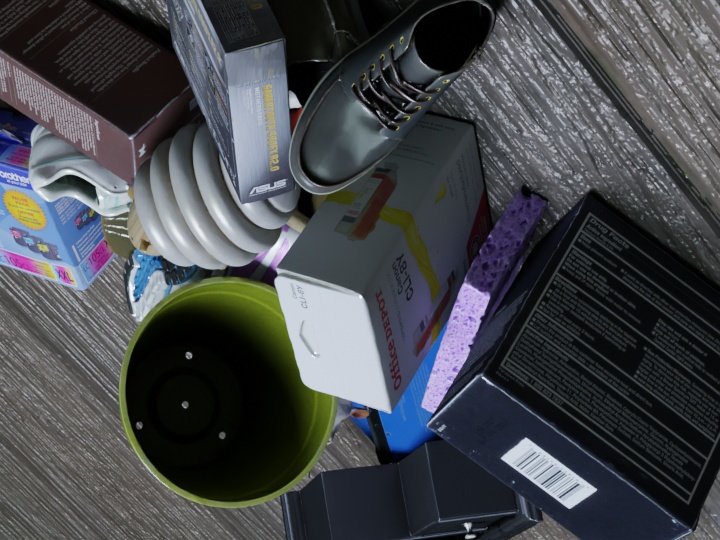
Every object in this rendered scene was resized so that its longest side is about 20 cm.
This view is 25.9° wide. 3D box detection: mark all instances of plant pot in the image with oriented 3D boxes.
[{"bbox_3d":[-0.144,0.121,1.463,0.200,0.201,0.193,41,160,-9],"label":"plant pot"}]

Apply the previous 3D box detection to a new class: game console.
[{"bbox_3d":[0.029,0.083,1.544,0.168,0.119,0.201,-10,134,7],"label":"game console"}]

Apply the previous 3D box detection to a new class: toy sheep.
[{"bbox_3d":[-0.113,-0.065,1.317,0.198,0.138,0.138,-26,117,21],"label":"toy sheep"}]

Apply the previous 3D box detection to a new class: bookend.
[{"bbox_3d":[0.045,0.231,1.527,0.196,0.093,0.200,-4,161,-20],"label":"bookend"}]

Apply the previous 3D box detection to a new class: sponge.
[{"bbox_3d":[0.102,0.031,1.331,0.030,0.112,0.201,27,146,9],"label":"sponge"}]

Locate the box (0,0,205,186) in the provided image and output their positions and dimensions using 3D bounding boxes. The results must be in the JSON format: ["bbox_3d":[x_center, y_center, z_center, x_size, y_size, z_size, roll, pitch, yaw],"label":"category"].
[{"bbox_3d":[-0.240,-0.171,1.380,0.199,0.100,0.075,33,148,20],"label":"box"}]

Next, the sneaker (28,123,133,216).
[{"bbox_3d":[-0.201,-0.081,1.406,0.197,0.081,0.071,5,136,-5],"label":"sneaker"}]

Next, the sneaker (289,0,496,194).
[{"bbox_3d":[0.017,-0.131,1.119,0.075,0.106,0.200,41,102,-7],"label":"sneaker"}]

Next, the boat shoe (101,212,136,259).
[{"bbox_3d":[-0.212,-0.091,1.504,0.071,0.067,0.202,5,140,0],"label":"boat shoe"}]

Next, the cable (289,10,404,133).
[{"bbox_3d":[-0.011,-0.147,1.264,0.199,0.050,0.098,-6,117,47],"label":"cable"}]

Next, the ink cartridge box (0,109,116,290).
[{"bbox_3d":[-0.345,-0.087,1.618,0.135,0.077,0.201,15,139,28],"label":"ink cartridge box"}]

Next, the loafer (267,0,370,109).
[{"bbox_3d":[-0.036,-0.177,1.200,0.075,0.069,0.201,-30,93,40],"label":"loafer"}]

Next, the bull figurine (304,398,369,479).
[{"bbox_3d":[-0.062,0.125,1.547,0.065,0.201,0.122,15,117,-31],"label":"bull figurine"}]

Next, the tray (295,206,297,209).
[{"bbox_3d":[-0.100,-0.100,1.431,0.106,0.022,0.201,22,144,19],"label":"tray"}]

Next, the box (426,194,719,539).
[{"bbox_3d":[0.194,0.089,1.241,0.199,0.199,0.123,36,149,-2],"label":"box"}]

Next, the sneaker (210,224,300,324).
[{"bbox_3d":[-0.082,0.015,1.476,0.113,0.073,0.201,28,151,3],"label":"sneaker"}]

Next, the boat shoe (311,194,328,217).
[{"bbox_3d":[-0.002,-0.002,1.383,0.073,0.063,0.203,24,130,39],"label":"boat shoe"}]

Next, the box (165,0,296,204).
[{"bbox_3d":[-0.106,-0.178,1.217,0.159,0.048,0.201,89,160,-49],"label":"box"}]

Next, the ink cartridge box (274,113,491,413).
[{"bbox_3d":[0.025,-0.009,1.270,0.083,0.201,0.146,15,142,26],"label":"ink cartridge box"}]

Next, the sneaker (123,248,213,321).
[{"bbox_3d":[-0.163,-0.015,1.495,0.200,0.086,0.076,-39,66,61],"label":"sneaker"}]
